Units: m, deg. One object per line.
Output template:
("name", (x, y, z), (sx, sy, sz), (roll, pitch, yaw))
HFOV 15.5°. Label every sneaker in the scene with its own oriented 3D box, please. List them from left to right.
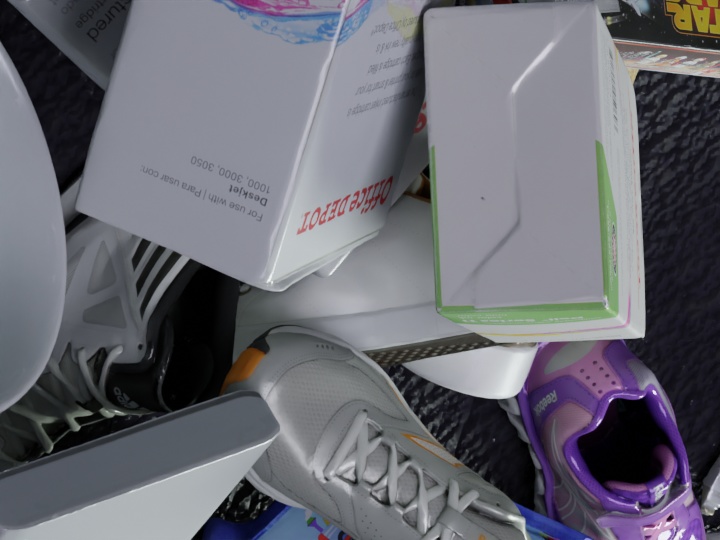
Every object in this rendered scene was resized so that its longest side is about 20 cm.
("sneaker", (-0.130, 0.045, 1.107), (0.201, 0.115, 0.076), (-49, 127, 0))
("sneaker", (0.000, 0.000, 1.173), (0.200, 0.073, 0.085), (-10, 81, 10))
("sneaker", (0.024, 0.095, 1.114), (0.200, 0.092, 0.076), (44, 76, -34))
("sneaker", (0.130, 0.103, 1.301), (0.080, 0.088, 0.200), (-35, 127, -12))

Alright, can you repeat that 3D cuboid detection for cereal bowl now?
("cereal bowl", (-0.201, -0.029, 1.007), (0.083, 0.200, 0.200), (-18, 131, 26))

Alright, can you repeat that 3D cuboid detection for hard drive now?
("hard drive", (-0.127, 0.123, 1.088), (0.132, 0.026, 0.200), (-18, 158, -36))

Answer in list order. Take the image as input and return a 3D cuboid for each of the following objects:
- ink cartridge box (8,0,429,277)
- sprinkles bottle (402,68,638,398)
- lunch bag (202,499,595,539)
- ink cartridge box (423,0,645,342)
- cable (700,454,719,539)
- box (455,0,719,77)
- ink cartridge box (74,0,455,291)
("ink cartridge box", (-0.044, -0.116, 1.097), (0.148, 0.086, 0.200), (-49, 125, -2))
("sprinkles bottle", (0.075, -0.043, 1.210), (0.068, 0.068, 0.200), (10, 108, -33))
("lunch bag", (0.009, 0.164, 1.253), (0.200, 0.094, 0.151), (32, 116, -21))
("ink cartridge box", (0.073, -0.032, 1.050), (0.067, 0.200, 0.117), (-3, 84, 10))
("cable", (0.293, 0.091, 1.398), (0.200, 0.069, 0.200), (15, 105, -34))
("box", (0.104, -0.157, 1.123), (0.200, 0.040, 0.137), (2, 77, -43))
("ink cartridge box", (-0.019, -0.107, 0.968), (0.145, 0.085, 0.200), (-28, 136, -70))
